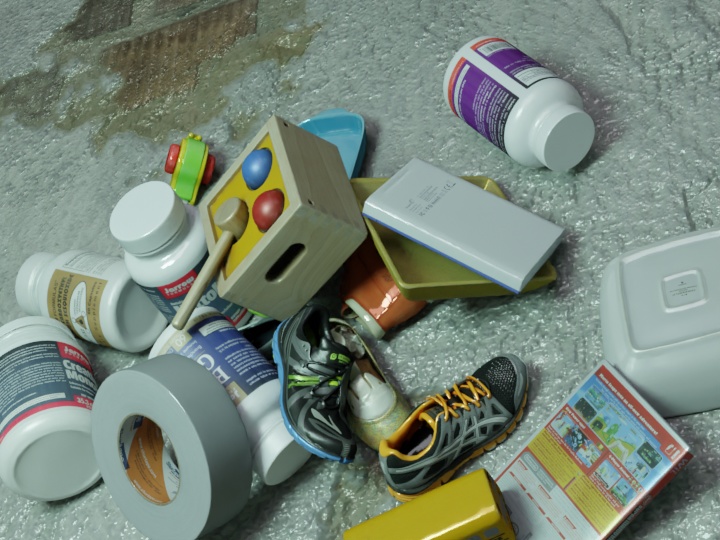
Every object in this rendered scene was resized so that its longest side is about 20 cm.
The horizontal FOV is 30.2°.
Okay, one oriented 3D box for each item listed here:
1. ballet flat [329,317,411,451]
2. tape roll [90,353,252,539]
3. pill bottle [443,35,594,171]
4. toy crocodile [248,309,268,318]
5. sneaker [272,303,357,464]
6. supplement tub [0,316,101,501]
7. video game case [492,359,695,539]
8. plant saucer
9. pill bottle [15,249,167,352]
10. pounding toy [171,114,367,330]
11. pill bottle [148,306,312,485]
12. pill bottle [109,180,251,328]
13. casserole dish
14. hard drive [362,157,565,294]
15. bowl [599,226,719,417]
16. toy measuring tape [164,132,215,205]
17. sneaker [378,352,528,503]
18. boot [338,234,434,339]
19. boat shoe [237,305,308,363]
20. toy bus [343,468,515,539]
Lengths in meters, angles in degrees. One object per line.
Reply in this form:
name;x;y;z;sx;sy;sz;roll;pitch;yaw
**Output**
ballet flat;-0.001;0.125;1.499;0.070;0.071;0.201;-33;45;0
tape roll;-0.209;0.196;1.465;0.199;0.203;0.066;18;26;39
pill bottle;0.194;-0.200;1.628;0.112;0.113;0.200;-39;45;-6
toy crocodile;-0.084;-0.034;1.644;0.202;0.061;0.067;-68;27;9
sneaker;-0.044;0.119;1.446;0.083;0.070;0.201;-45;44;31
supplement tub;-0.387;0.166;1.631;0.139;0.141;0.201;-32;45;1
video game case;0.214;0.203;1.310;0.200;0.017;0.143;-48;44;8
plant saucer;0.097;-0.031;1.535;0.197;0.049;0.201;-3;40;-23
pill bottle;-0.353;0.034;1.741;0.198;0.115;0.115;11;59;36
pounding toy;-0.117;-0.041;1.523;0.200;0.141;0.185;-46;41;26
pill bottle;-0.140;0.144;1.506;0.111;0.111;0.200;-43;66;-10
pill bottle;-0.220;-0.010;1.641;0.118;0.201;0.121;-16;47;18
casserole dish;-0.053;-0.127;1.760;0.120;0.039;0.202;-4;51;27
hard drive;0.118;-0.054;1.510;0.198;0.026;0.132;27;38;17
bowl;0.338;0.041;1.373;0.198;0.075;0.202;-16;47;19
toy measuring tape;-0.239;-0.120;1.832;0.073;0.074;0.202;-14;46;19
sneaker;0.099;0.157;1.408;0.200;0.078;0.078;-44;44;-12
boot;0.000;0.000;1.602;0.107;0.075;0.200;-43;46;-3
boat shoe;-0.139;0.087;1.612;0.198;0.062;0.073;-20;48;15
toy bus;0.053;0.274;1.327;0.198;0.078;0.066;-26;50;10
